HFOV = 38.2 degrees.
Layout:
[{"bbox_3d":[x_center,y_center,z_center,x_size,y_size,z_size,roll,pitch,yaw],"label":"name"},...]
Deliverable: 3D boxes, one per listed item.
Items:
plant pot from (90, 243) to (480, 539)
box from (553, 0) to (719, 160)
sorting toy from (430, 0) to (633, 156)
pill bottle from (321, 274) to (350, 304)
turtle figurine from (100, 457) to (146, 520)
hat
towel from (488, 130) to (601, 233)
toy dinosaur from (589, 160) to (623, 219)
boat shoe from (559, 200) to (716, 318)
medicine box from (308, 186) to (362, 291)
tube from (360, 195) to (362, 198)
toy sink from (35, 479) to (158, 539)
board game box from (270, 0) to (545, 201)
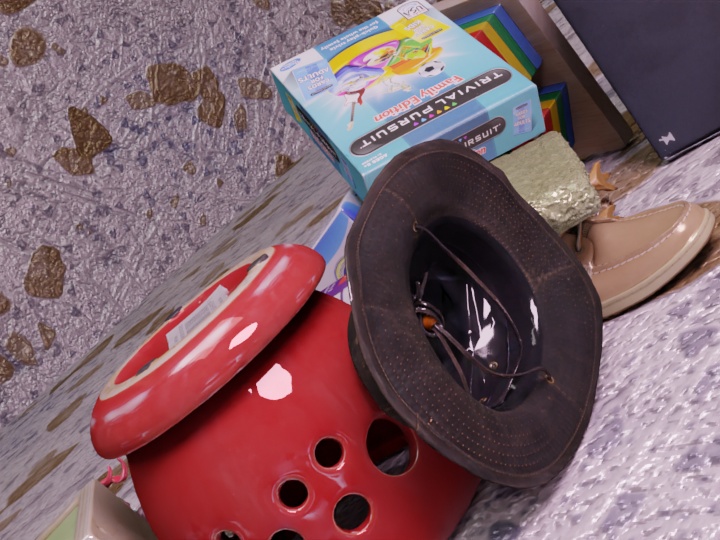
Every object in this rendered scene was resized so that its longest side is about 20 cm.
[{"bbox_3d":[-0.054,0.101,0.640,0.200,0.183,0.201,-39,11,9],"label":"plant pot"},{"bbox_3d":[0.263,-0.234,0.880,0.124,0.200,0.197,-30,15,35],"label":"box"},{"bbox_3d":[0.123,-0.163,1.004,0.200,0.199,0.070,-4,46,55],"label":"sorting toy"},{"bbox_3d":[-0.027,0.080,0.802,0.200,0.112,0.112,-33,13,27],"label":"pill bottle"},{"bbox_3d":[-0.205,0.231,0.838,0.150,0.101,0.200,-42,17,-14],"label":"turtle figurine"},{"bbox_3d":[0.048,0.032,0.580,0.081,0.201,0.201,-34,11,43],"label":"hat"},{"bbox_3d":[0.092,-0.044,0.734,0.148,0.037,0.200,-25,13,8],"label":"towel"},{"bbox_3d":[0.149,-0.030,0.811,0.199,0.061,0.106,-20,-11,-48],"label":"toy dinosaur"},{"bbox_3d":[0.144,-0.004,0.709,0.200,0.065,0.071,-29,14,41],"label":"boat shoe"},{"bbox_3d":[0.000,0.000,0.934,0.182,0.103,0.200,-53,4,30],"label":"medicine box"},{"bbox_3d":[0.077,-0.074,0.880,0.078,0.199,0.051,-126,44,-52],"label":"tube"},{"bbox_3d":[-0.197,0.246,0.634,0.200,0.112,0.130,-48,12,-6],"label":"toy sink"},{"bbox_3d":[0.032,-0.141,0.847,0.150,0.047,0.200,-28,41,-8],"label":"board game box"}]
